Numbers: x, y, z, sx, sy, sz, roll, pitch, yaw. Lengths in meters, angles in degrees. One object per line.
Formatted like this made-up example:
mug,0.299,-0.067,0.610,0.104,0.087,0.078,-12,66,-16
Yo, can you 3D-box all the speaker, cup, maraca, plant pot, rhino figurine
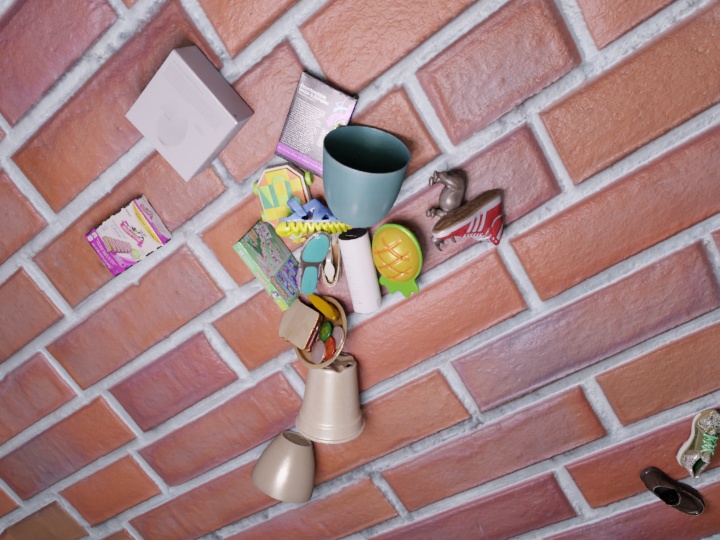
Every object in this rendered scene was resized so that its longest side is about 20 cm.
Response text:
speaker,0.000,0.000,1.376,0.078,0.082,0.207,-7,113,13
cup,-0.212,0.567,1.632,0.194,0.200,0.148,20,92,1
maraca,0.090,-0.022,1.338,0.133,0.107,0.206,15,129,28
plant pot,-0.077,0.331,1.497,0.192,0.201,0.191,6,104,8
rhino figurine,0.200,-0.137,1.287,0.084,0.060,0.207,-3,117,-10
plant pot,0.002,-0.199,1.229,0.193,0.203,0.165,15,129,3

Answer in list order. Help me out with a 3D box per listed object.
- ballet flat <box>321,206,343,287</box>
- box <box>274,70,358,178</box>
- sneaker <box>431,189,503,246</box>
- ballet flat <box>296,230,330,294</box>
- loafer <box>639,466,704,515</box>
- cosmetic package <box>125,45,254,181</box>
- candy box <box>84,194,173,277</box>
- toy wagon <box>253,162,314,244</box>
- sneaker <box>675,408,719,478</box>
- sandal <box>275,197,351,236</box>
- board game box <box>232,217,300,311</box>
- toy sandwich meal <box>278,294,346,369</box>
ballet flat,-0.073,-0.055,1.377,0.065,0.063,0.207,-2,114,7
box,-0.103,-0.332,1.272,0.139,0.036,0.204,25,118,-2
sneaker,0.253,-0.090,1.253,0.196,0.071,0.116,-30,118,-20
ballet flat,-0.123,-0.033,1.351,0.070,0.073,0.204,20,130,1
loafer,0.853,0.619,1.500,0.195,0.072,0.074,29,117,-3
cosmetic package,-0.388,-0.360,1.264,0.198,0.124,0.200,-38,103,25
candy box,-0.617,-0.090,1.466,0.196,0.061,0.139,-28,106,20
toy wagon,-0.177,-0.159,1.362,0.149,0.040,0.207,-8,112,14
sneaker,0.886,0.450,1.408,0.074,0.089,0.207,11,116,5
sandal,-0.105,-0.131,1.305,0.192,0.080,0.091,0,79,-9
board game box,-0.219,-0.018,1.380,0.029,0.135,0.202,-25,108,33
toy sandwich meal,-0.123,0.152,1.428,0.202,0.210,0.070,-34,148,23
